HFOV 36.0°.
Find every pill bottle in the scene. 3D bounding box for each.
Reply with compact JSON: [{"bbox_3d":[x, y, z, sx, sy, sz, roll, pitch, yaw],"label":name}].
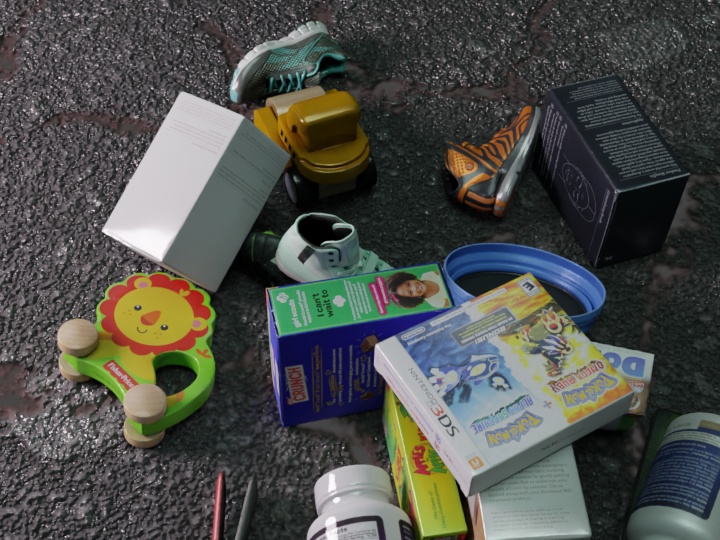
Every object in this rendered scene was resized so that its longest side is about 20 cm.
[{"bbox_3d":[0.347,0.257,1.166,0.111,0.111,0.200,24,53,16],"label":"pill bottle"},{"bbox_3d":[0.005,0.303,1.118,0.111,0.111,0.200,-5,51,-7],"label":"pill bottle"}]

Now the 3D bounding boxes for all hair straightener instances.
[{"bbox_3d":[-0.120,0.305,1.155,0.077,0.041,0.200,2,51,-1],"label":"hair straightener"}]

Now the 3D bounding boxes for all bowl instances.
[{"bbox_3d":[0.197,0.025,1.353,0.200,0.039,0.201,7,26,-4],"label":"bowl"}]

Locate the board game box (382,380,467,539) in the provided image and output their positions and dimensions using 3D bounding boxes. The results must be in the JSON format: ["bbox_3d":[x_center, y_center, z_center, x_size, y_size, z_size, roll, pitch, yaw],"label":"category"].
[{"bbox_3d":[0.066,0.216,1.198,0.048,0.102,0.200,-6,51,-8],"label":"board game box"}]

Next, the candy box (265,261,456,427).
[{"bbox_3d":[-0.002,0.085,1.258,0.200,0.169,0.077,-10,49,-11],"label":"candy box"}]

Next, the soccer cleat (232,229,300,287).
[{"bbox_3d":[-0.088,0.008,1.384,0.200,0.068,0.081,20,54,9],"label":"soccer cleat"}]

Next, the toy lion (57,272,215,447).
[{"bbox_3d":[-0.246,0.089,1.318,0.200,0.069,0.192,39,51,25],"label":"toy lion"}]

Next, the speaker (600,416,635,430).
[{"bbox_3d":[0.221,0.128,1.289,0.200,0.088,0.088,12,51,7],"label":"speaker"}]

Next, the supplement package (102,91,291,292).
[{"bbox_3d":[-0.200,-0.095,1.363,0.117,0.117,0.200,25,83,33],"label":"supplement package"}]

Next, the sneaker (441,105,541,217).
[{"bbox_3d":[0.178,-0.168,1.532,0.112,0.078,0.200,20,53,11],"label":"sneaker"}]

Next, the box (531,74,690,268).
[{"bbox_3d":[0.324,-0.133,1.465,0.107,0.148,0.200,-14,53,-13],"label":"box"}]

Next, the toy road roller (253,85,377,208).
[{"bbox_3d":[-0.059,-0.195,1.497,0.123,0.146,0.200,-17,54,-17],"label":"toy road roller"}]

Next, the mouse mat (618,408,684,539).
[{"bbox_3d":[0.388,0.256,1.244,0.161,0.008,0.200,19,52,12],"label":"mouse mat"}]

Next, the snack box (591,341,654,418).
[{"bbox_3d":[0.221,0.110,1.238,0.200,0.024,0.072,11,74,6],"label":"snack box"}]

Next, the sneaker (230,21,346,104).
[{"bbox_3d":[-0.101,-0.294,1.624,0.200,0.078,0.091,-37,65,-26],"label":"sneaker"}]

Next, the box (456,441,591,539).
[{"bbox_3d":[0.159,0.225,1.163,0.106,0.152,0.200,-3,50,-4],"label":"box"}]

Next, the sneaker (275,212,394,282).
[{"bbox_3d":[0.000,0.000,1.305,0.200,0.118,0.074,23,66,-4],"label":"sneaker"}]

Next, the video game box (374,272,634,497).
[{"bbox_3d":[0.143,0.110,1.131,0.200,0.047,0.182,-24,57,-19],"label":"video game box"}]
